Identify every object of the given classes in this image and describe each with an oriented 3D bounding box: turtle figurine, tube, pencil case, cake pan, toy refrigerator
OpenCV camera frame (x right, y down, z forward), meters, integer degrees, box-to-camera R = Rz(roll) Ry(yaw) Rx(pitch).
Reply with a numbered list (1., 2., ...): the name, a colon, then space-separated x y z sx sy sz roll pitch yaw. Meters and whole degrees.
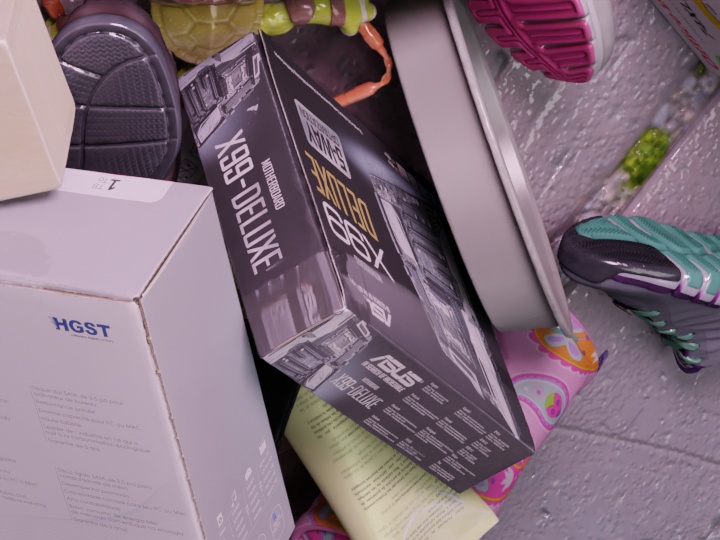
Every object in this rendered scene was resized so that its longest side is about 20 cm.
1. turtle figurine: -0.083 -0.140 1.162 0.198 0.064 0.163 -3 105 -4
2. tube: -0.014 0.068 1.215 0.058 0.052 0.201 -33 100 14
3. pencil case: 0.047 0.094 1.309 0.200 0.087 0.088 -51 135 -31
4. cake pan: 0.058 -0.056 1.242 0.036 0.201 0.201 -19 128 7
5. toy refrigerator: -0.228 -0.064 1.057 0.199 0.070 0.076 -12 125 9

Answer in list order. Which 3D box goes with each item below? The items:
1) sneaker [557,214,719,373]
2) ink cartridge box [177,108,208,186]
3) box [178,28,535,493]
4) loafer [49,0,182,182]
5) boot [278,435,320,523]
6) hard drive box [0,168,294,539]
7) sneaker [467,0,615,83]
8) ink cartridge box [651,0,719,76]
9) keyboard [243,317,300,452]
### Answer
1. sneaker: 0.187 0.024 1.441 0.199 0.074 0.088 6 115 -37
2. ink cartridge box: -0.030 -0.034 1.286 0.200 0.037 0.095 37 90 -38
3. box: 0.000 0.000 1.173 0.050 0.158 0.200 -29 146 16
4. loafer: -0.115 -0.055 1.150 0.071 0.063 0.201 2 136 1
5. boot: -0.028 0.087 1.330 0.166 0.072 0.201 4 121 -45
6. hard drive box: -0.127 0.056 1.101 0.077 0.155 0.201 -58 148 -43
7. sneaker: 0.095 -0.190 1.250 0.088 0.081 0.201 -39 125 -34
8. ink cartridge box: 0.254 -0.163 1.303 0.146 0.200 0.147 -49 130 -1
9. keyboard: -0.126 0.034 1.183 0.199 0.040 0.105 18 128 -3
